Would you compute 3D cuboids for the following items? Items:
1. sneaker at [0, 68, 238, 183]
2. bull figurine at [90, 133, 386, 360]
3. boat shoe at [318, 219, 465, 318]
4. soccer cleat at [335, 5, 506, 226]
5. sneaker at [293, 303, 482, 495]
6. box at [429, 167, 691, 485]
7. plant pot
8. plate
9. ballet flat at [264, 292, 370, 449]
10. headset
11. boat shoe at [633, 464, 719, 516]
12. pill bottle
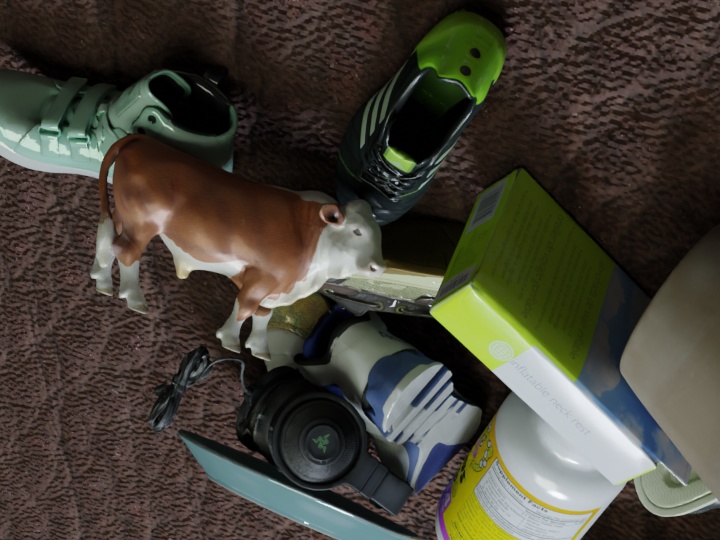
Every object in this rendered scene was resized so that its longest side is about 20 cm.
[{"bbox_3d":[-0.175,-0.115,1.160,0.198,0.074,0.119,20,145,-5],"label":"sneaker"},{"bbox_3d":[-0.083,-0.015,1.115,0.198,0.123,0.065,22,180,4],"label":"bull figurine"},{"bbox_3d":[0.000,0.000,1.182,0.198,0.073,0.065,11,131,19],"label":"boat shoe"},{"bbox_3d":[0.027,-0.083,1.078,0.067,0.081,0.200,31,138,-4],"label":"soccer cleat"},{"bbox_3d":[0.018,0.081,1.245,0.115,0.080,0.200,43,170,25],"label":"sneaker"},{"bbox_3d":[0.143,0.043,1.110,0.200,0.122,0.048,43,133,-16],"label":"box"},{"bbox_3d":[0.258,0.068,1.037,0.173,0.200,0.201,36,142,20],"label":"plant pot"},{"bbox_3d":[-0.049,0.169,1.270,0.198,0.026,0.200,25,176,2],"label":"plate"},{"bbox_3d":[-0.039,0.087,1.295,0.070,0.071,0.201,4,133,25],"label":"ballet flat"},{"bbox_3d":[-0.052,0.120,1.190,0.200,0.094,0.123,40,172,-28],"label":"headset"},{"bbox_3d":[0.289,0.125,1.170,0.198,0.073,0.067,-18,160,31],"label":"boat shoe"},{"bbox_3d":[0.132,0.144,1.230,0.103,0.105,0.201,28,138,0],"label":"pill bottle"}]
